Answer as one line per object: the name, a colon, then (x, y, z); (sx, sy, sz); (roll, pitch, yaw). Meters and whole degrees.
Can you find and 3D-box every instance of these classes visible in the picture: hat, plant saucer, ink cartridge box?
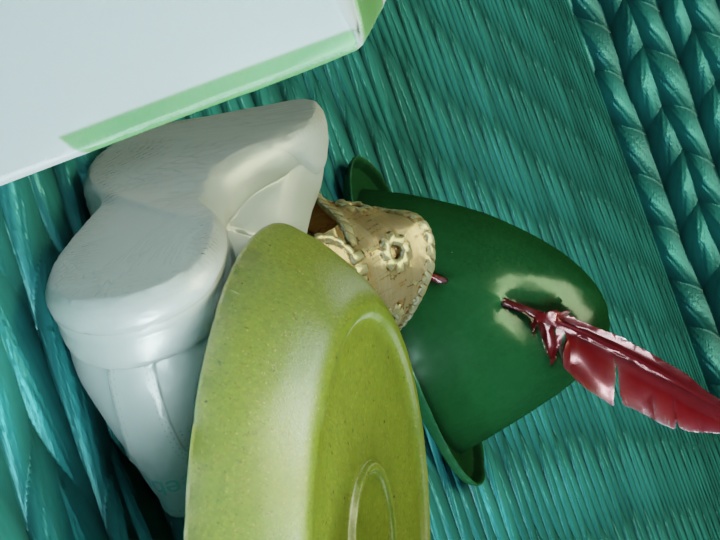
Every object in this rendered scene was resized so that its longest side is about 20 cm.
hat: (0.109, 0.007, 1.249); (0.166, 0.175, 0.200); (-84, 152, -66)
plant saucer: (-0.009, 0.085, 0.768); (0.200, 0.031, 0.201); (-2, 90, -75)
ink cartridge box: (-0.066, -0.090, 0.671); (0.200, 0.146, 0.085); (-66, 136, -73)

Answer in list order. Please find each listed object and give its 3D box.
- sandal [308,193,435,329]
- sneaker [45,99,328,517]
sandal: (-0.002, -0.005, 1.023); (0.212, 0.069, 0.078); (6, 64, -78)
sneaker: (-0.050, 0.008, 0.808); (0.200, 0.075, 0.089); (-64, 143, -64)
